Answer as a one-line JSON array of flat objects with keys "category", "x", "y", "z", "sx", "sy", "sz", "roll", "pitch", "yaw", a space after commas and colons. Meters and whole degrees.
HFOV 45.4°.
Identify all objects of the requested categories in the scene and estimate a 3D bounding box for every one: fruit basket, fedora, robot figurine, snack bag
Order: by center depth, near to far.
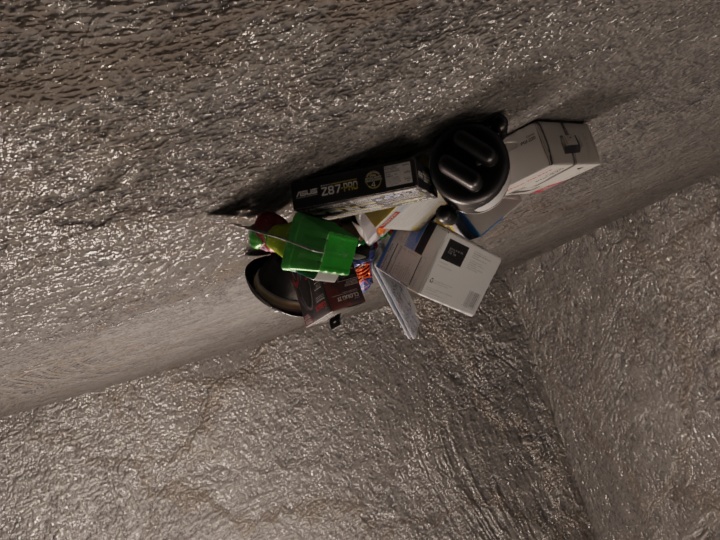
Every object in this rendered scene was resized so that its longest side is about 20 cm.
[{"category": "robot figurine", "x": 0.172, "y": -0.153, "z": 1.324, "sx": 0.148, "sy": 0.127, "sz": 0.200, "roll": -20, "pitch": 172, "yaw": 9}, {"category": "fruit basket", "x": -0.113, "y": -0.043, "z": 1.345, "sx": 0.197, "sy": 0.096, "sz": 0.185, "roll": 10, "pitch": -179, "yaw": 25}, {"category": "fedora", "x": -0.129, "y": 0.003, "z": 1.720, "sx": 0.199, "sy": 0.201, "sz": 0.092, "roll": -11, "pitch": 140, "yaw": -46}, {"category": "snack bag", "x": 0.079, "y": 0.040, "z": 1.880, "sx": 0.021, "sy": 0.191, "sz": 0.200, "roll": -27, "pitch": -172, "yaw": 13}]

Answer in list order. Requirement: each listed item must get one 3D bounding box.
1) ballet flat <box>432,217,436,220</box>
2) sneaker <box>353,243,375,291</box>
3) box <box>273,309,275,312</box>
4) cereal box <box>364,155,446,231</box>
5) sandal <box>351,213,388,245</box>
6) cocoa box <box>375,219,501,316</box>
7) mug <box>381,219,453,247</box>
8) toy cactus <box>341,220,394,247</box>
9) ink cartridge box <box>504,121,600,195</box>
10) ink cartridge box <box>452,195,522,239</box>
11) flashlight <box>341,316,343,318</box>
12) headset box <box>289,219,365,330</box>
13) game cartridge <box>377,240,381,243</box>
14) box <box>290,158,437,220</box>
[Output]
[{"category": "ballet flat", "x": 0.166, "y": -0.122, "z": 1.793, "sx": 0.199, "sy": 0.058, "sz": 0.066, "roll": -31, "pitch": 166, "yaw": 39}, {"category": "sneaker", "x": 0.000, "y": 0.000, "z": 1.696, "sx": 0.074, "sy": 0.080, "sz": 0.200, "roll": -21, "pitch": 170, "yaw": -10}, {"category": "box", "x": -0.126, "y": 0.031, "z": 2.021, "sx": 0.123, "sy": 0.099, "sz": 0.200, "roll": -21, "pitch": 172, "yaw": 17}, {"category": "cereal box", "x": 0.104, "y": -0.131, "z": 1.499, "sx": 0.144, "sy": 0.040, "sz": 0.199, "roll": -43, "pitch": 163, "yaw": 19}, {"category": "sandal", "x": 0.017, "y": -0.108, "z": 1.542, "sx": 0.079, "sy": 0.059, "sz": 0.207, "roll": -40, "pitch": 163, "yaw": -3}, {"category": "cocoa box", "x": 0.154, "y": -0.015, "z": 1.685, "sx": 0.131, "sy": 0.135, "sz": 0.199, "roll": 31, "pitch": -173, "yaw": 42}, {"category": "mug", "x": 0.147, "y": -0.048, "z": 1.925, "sx": 0.183, "sy": 0.156, "sz": 0.149, "roll": -19, "pitch": 172, "yaw": 1}, {"category": "toy cactus", "x": 0.021, "y": -0.070, "z": 1.744, "sx": 0.162, "sy": 0.104, "sz": 0.199, "roll": -3, "pitch": 174, "yaw": -29}, {"category": "ink cartridge box", "x": 0.316, "y": -0.198, "z": 1.532, "sx": 0.144, "sy": 0.086, "sz": 0.198, "roll": -25, "pitch": 169, "yaw": 39}, {"category": "ink cartridge box", "x": 0.246, "y": -0.123, "z": 1.773, "sx": 0.116, "sy": 0.068, "sz": 0.200, "roll": -39, "pitch": -178, "yaw": -6}, {"category": "flashlight", "x": -0.022, "y": 0.022, "z": 1.946, "sx": 0.201, "sy": 0.068, "sz": 0.068, "roll": -55, "pitch": -168, "yaw": -25}, {"category": "headset box", "x": -0.070, "y": 0.007, "z": 1.587, "sx": 0.074, "sy": 0.204, "sz": 0.148, "roll": -15, "pitch": 173, "yaw": -25}, {"category": "game cartridge", "x": 0.067, "y": -0.055, "z": 2.134, "sx": 0.197, "sy": 0.041, "sz": 0.133, "roll": -18, "pitch": 169, "yaw": -9}, {"category": "box", "x": 0.010, "y": -0.122, "z": 1.331, "sx": 0.196, "sy": 0.050, "sz": 0.161, "roll": -10, "pitch": 173, "yaw": 16}]
